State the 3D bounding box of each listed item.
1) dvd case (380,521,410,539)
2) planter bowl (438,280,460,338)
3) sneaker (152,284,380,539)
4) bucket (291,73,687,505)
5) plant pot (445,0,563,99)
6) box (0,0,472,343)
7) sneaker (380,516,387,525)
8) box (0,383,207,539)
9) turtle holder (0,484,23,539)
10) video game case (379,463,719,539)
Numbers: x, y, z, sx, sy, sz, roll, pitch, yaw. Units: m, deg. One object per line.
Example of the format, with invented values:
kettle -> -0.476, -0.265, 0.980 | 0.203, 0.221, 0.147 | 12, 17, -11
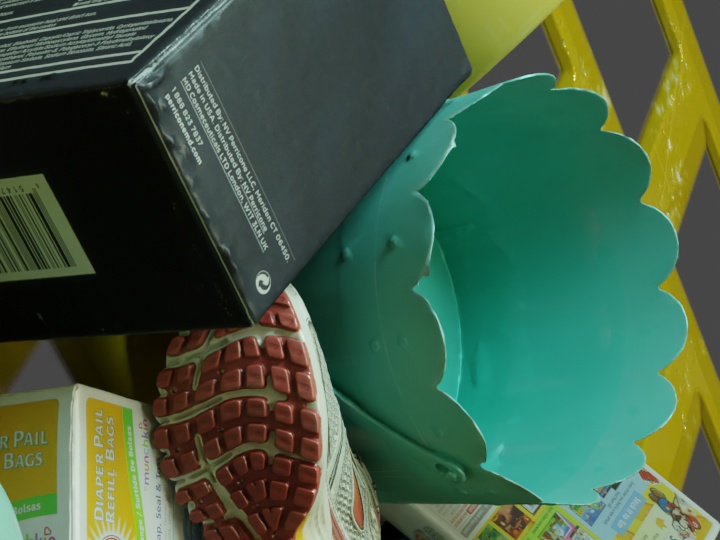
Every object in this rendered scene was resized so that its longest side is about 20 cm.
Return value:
dvd case -> 0.028, 0.223, 1.294 | 0.142, 0.017, 0.201 | -23, 123, -56
planter bowl -> 0.000, 0.000, 1.209 | 0.200, 0.083, 0.202 | 10, 77, -50
sneaker -> -0.036, 0.093, 1.009 | 0.082, 0.077, 0.201 | -45, 131, -62
bucket -> 0.043, 0.015, 1.084 | 0.207, 0.134, 0.209 | 15, 70, -48
plant pot -> 0.029, -0.203, 1.220 | 0.189, 0.201, 0.201 | 46, 35, -6
box -> -0.090, -0.073, 1.006 | 0.199, 0.199, 0.124 | -51, 125, -41
sneaker -> 0.020, 0.144, 1.333 | 0.200, 0.071, 0.080 | 44, 41, -52
box -> -0.116, 0.121, 1.035 | 0.200, 0.112, 0.102 | 25, 60, -60
turtle holder -> -0.202, 0.106, 0.876 | 0.141, 0.185, 0.132 | -59, 143, -4
video game case -> 0.101, 0.130, 1.283 | 0.182, 0.023, 0.200 | 39, 28, 6
